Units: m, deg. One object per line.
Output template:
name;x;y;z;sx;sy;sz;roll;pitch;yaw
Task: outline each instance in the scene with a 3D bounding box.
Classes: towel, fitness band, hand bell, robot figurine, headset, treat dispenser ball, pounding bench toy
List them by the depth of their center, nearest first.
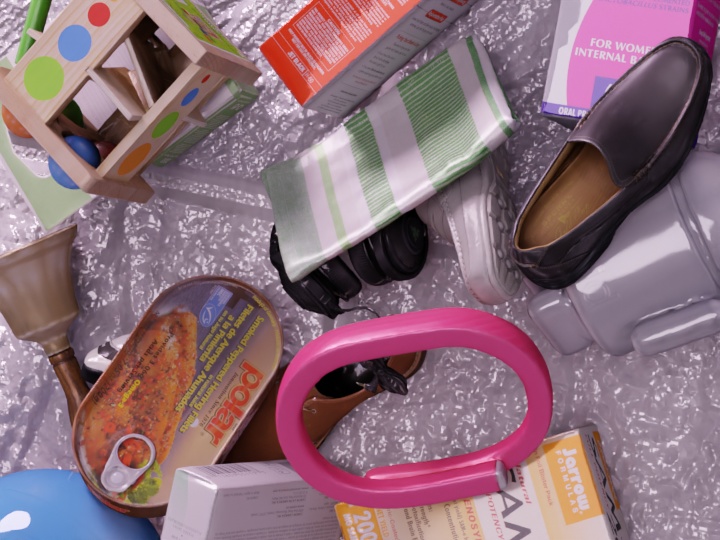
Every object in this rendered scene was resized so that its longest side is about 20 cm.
fitness band;0.038;0.099;1.566;0.198;0.038;0.145;-11;119;11
robot figurine;0.214;-0.012;1.586;0.199;0.113;0.171;-26;50;15
towel;0.019;-0.086;1.629;0.199;0.153;0.023;-32;122;9
headset;0.000;0.000;1.649;0.123;0.094;0.201;-27;40;16
pounding bench toy;-0.209;-0.167;1.670;0.156;0.124;0.200;-46;76;10
treat dispenser ball;-0.240;0.252;1.680;0.199;0.201;0.203;0;89;17
hand bell;-0.234;0.075;1.755;0.103;0.104;0.201;-21;96;16

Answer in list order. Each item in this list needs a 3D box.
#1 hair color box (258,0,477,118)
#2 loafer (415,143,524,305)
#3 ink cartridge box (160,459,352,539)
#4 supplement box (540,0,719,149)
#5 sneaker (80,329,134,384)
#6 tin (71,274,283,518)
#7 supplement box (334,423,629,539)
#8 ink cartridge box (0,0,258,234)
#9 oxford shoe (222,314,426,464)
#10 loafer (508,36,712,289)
hair color box;0.029;-0.202;1.638;0.200;0.101;0.061;-40;78;12
loafer;0.076;-0.046;1.614;0.069;0.070;0.201;-25;38;17
ink cartridge box;-0.090;0.243;1.655;0.050;0.160;0.202;23;103;37
supplement box;0.205;-0.199;1.601;0.100;0.103;0.202;10;90;19
sneaker;-0.161;0.146;1.709;0.087;0.076;0.201;-14;74;-16
tin;-0.136;0.095;1.665;0.111;0.042;0.201;28;66;14
supplement box;0.096;0.203;1.640;0.199;0.073;0.127;-20;82;16
ink cartridge box;-0.200;-0.142;1.755;0.199;0.048;0.146;-35;79;14
oxford shoe;-0.044;0.098;1.689;0.200;0.071;0.072;-38;80;15
loafer;0.172;-0.076;1.513;0.073;0.072;0.201;34;92;20
